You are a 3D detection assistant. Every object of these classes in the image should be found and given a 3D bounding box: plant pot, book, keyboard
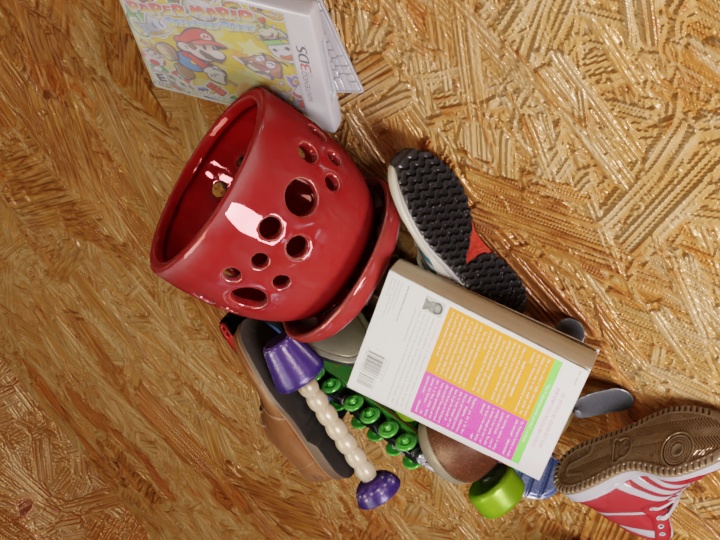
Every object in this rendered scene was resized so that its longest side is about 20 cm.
[{"bbox_3d":[-0.075,-0.045,1.274,0.182,0.201,0.200,29,163,-24],"label":"plant pot"},{"bbox_3d":[0.098,0.092,1.221,0.199,0.048,0.134,26,117,10],"label":"book"},{"bbox_3d":[-0.054,-0.245,1.210,0.056,0.011,0.201,15,140,49],"label":"keyboard"}]

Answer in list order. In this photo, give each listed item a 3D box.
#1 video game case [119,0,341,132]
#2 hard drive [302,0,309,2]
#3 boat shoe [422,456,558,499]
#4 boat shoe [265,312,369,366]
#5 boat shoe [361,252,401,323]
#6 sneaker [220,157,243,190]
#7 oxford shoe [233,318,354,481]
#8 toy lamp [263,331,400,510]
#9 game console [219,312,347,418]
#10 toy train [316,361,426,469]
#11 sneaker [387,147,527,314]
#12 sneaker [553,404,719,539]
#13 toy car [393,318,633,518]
[{"bbox_3d":[-0.122,-0.207,1.242,0.199,0.023,0.182,16,155,15],"label":"video game case"},{"bbox_3d":[-0.134,-0.305,1.151,0.199,0.033,0.140,14,142,19],"label":"hard drive"},{"bbox_3d":[0.118,0.199,1.455,0.199,0.073,0.072,25,170,0],"label":"boat shoe"},{"bbox_3d":[-0.047,0.052,1.421,0.200,0.072,0.068,25,169,44],"label":"boat shoe"},{"bbox_3d":[0.000,0.000,1.407,0.199,0.076,0.072,18,140,45],"label":"boat shoe"},{"bbox_3d":[-0.089,-0.084,1.453,0.070,0.082,0.200,30,-165,-47],"label":"sneaker"},{"bbox_3d":[-0.085,0.143,1.407,0.071,0.071,0.201,-21,104,36],"label":"oxford shoe"},{"bbox_3d":[-0.033,0.151,1.365,0.058,0.058,0.201,-4,120,59],"label":"toy lamp"},{"bbox_3d":[-0.068,0.087,1.528,0.031,0.200,0.177,-30,100,27],"label":"game console"},{"bbox_3d":[0.015,0.143,1.414,0.200,0.056,0.042,32,152,45],"label":"toy train"},{"bbox_3d":[0.071,-0.022,1.261,0.093,0.070,0.200,-9,123,54],"label":"sneaker"},{"bbox_3d":[0.286,0.188,1.227,0.112,0.072,0.200,36,142,-27],"label":"sneaker"},{"bbox_3d":[0.158,0.118,1.304,0.200,0.158,0.164,-30,107,35],"label":"toy car"}]
